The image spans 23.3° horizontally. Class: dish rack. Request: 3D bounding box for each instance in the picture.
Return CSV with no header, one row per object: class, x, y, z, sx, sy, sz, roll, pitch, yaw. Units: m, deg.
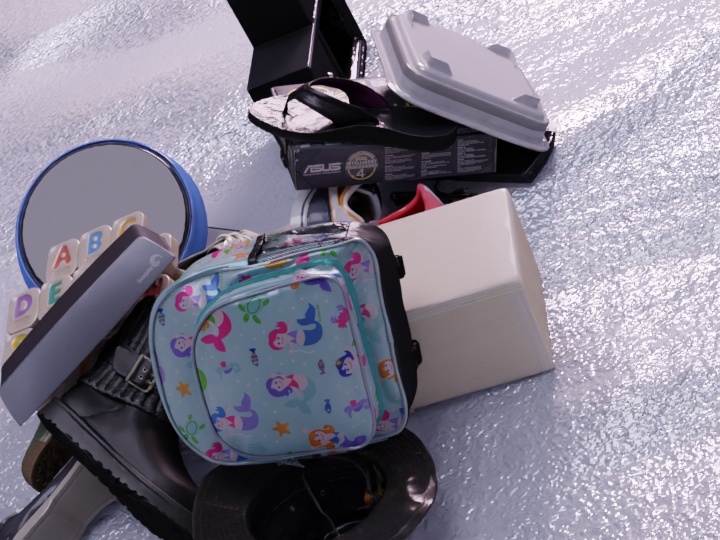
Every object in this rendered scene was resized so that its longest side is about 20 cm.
dish rack,0.101,-0.193,1.695,0.200,0.170,0.044,-105,36,-63

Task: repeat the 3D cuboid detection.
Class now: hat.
hat,-0.031,0.203,1.382,0.198,0.082,0.201,-8,33,5

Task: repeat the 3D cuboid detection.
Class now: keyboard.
keyboard,0.091,-0.098,1.721,0.199,0.021,0.127,4,42,41

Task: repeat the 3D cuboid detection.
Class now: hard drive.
hard drive,-0.249,0.042,1.565,0.200,0.042,0.135,-47,13,-1

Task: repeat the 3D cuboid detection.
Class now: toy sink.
toy sink,0.054,0.036,1.499,0.198,0.113,0.131,-17,36,11

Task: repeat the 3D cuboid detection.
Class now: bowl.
bowl,-0.254,-0.041,1.765,0.198,0.039,0.203,-2,69,6

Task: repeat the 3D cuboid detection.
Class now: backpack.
backpack,-0.065,0.064,1.370,0.198,0.179,0.151,-8,13,15

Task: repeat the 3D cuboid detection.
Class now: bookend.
bookend,-0.077,-0.257,1.886,0.091,0.201,0.200,-18,35,18

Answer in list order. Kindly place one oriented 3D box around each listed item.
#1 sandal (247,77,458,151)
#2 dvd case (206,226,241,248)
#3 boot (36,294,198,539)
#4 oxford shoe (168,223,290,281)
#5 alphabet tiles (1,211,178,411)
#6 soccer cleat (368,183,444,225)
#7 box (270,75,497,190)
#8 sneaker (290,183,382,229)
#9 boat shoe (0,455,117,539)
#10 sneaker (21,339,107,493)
sandal,-0.006,-0.153,1.634,0.198,0.048,0.076,6,32,8
dvd case,-0.191,0.031,1.772,0.142,0.018,0.200,8,51,42
boot,-0.160,0.129,1.507,0.211,0.080,0.158,40,70,17
oxford shoe,-0.114,-0.012,1.695,0.075,0.058,0.199,10,29,45
alphabet tiles,-0.258,0.035,1.658,0.199,0.015,0.197,-21,48,24
soccer cleat,0.000,0.000,1.614,0.199,0.077,0.067,-35,35,-6
box,0.019,-0.139,1.707,0.198,0.050,0.162,-6,31,-8
sneaker,-0.015,-0.074,1.721,0.079,0.079,0.201,-5,33,11
boat shoe,-0.252,0.185,1.578,0.200,0.073,0.063,-47,40,-14
sneaker,-0.259,0.119,1.659,0.090,0.067,0.201,23,67,47
